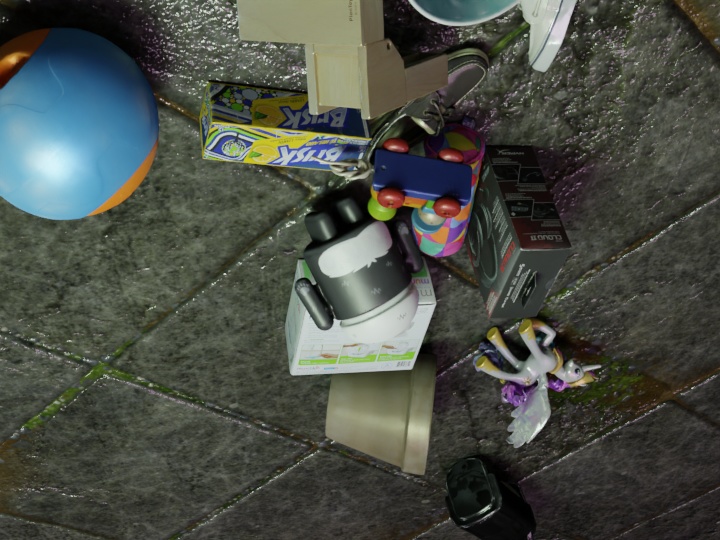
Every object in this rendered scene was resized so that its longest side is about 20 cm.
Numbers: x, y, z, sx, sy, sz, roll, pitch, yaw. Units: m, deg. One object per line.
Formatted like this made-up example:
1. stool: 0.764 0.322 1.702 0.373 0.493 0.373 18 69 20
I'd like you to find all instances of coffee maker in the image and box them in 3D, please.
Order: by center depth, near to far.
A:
1. coffee maker: 0.276 0.493 2.122 0.135 0.192 0.200 -48 139 1

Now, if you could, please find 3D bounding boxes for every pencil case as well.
1. pencil case: 0.114 -0.109 1.395 0.087 0.089 0.201 -5 140 -9

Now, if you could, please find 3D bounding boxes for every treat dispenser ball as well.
1. treat dispenser ball: -0.315 -0.156 1.112 0.199 0.202 0.202 -8 143 -6

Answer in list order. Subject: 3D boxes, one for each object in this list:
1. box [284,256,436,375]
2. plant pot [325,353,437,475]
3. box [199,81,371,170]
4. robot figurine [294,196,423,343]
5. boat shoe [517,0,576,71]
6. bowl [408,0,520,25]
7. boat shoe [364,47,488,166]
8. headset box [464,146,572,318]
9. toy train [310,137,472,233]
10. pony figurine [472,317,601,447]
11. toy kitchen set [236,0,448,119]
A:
1. box: -0.005 0.071 1.577 0.198 0.097 0.177 -2 141 -13
2. plant pot: 0.034 0.228 1.740 0.172 0.201 0.201 8 142 3
3. box: -0.091 -0.171 1.263 0.198 0.071 0.065 3 142 -19
4. robot figurine: -0.002 0.001 1.416 0.149 0.125 0.201 -23 102 22
5. boat shoe: 0.211 -0.314 1.179 0.069 0.071 0.201 18 145 5
6. bowl: 0.100 -0.358 1.026 0.199 0.105 0.202 -18 137 -17
7. boat shoe: 0.080 -0.194 1.285 0.199 0.065 0.073 -36 138 28
8. headset box: 0.205 -0.044 1.403 0.076 0.201 0.149 -1 143 -14
9. toy train: 0.029 -0.102 1.289 0.198 0.085 0.116 9 156 -7
10. pony figurine: 0.287 0.177 1.773 0.199 0.167 0.193 36 115 -27
11. toy kitchen set: -0.018 -0.289 1.149 0.162 0.180 0.202 11 115 32
